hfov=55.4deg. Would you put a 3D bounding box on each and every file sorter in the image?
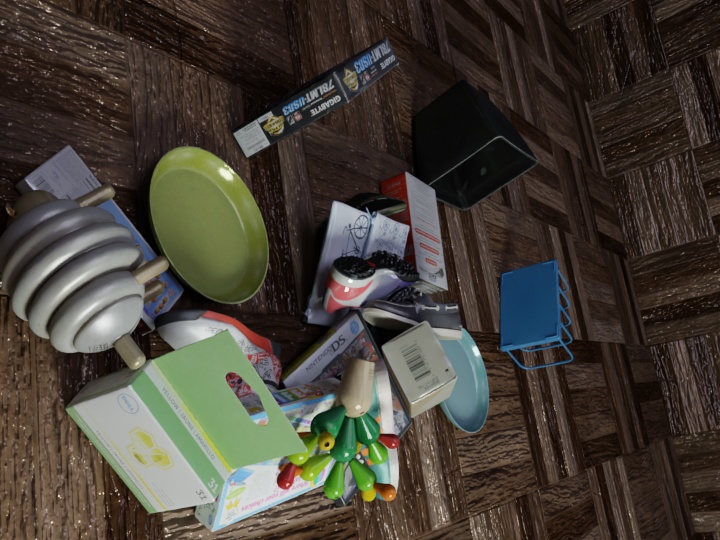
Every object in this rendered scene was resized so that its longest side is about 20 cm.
[{"bbox_3d":[0.406,0.106,1.566,0.123,0.136,0.204,43,43,-39],"label":"file sorter"}]

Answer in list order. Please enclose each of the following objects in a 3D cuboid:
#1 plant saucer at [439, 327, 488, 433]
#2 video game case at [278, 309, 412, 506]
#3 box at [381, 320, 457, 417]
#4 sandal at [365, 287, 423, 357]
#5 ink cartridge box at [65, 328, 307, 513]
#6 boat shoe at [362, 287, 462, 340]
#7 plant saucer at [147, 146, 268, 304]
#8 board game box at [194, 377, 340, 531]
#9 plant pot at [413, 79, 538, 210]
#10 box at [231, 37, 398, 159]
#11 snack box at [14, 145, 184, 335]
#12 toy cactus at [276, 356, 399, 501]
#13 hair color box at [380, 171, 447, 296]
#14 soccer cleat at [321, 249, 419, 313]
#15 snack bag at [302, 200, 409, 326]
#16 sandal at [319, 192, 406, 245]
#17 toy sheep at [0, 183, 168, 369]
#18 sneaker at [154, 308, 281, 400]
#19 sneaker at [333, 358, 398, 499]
[{"bbox_3d":[0.185,0.204,1.294,0.199,0.027,0.205,29,53,-47],"label":"plant saucer"},{"bbox_3d":[-0.018,0.189,0.969,0.180,0.025,0.203,-39,109,-42],"label":"video game case"},{"bbox_3d":[0.087,0.153,1.026,0.096,0.076,0.201,61,-5,19],"label":"box"},{"bbox_3d":[0.029,0.095,1.070,0.199,0.045,0.076,-42,115,-25],"label":"sandal"},{"bbox_3d":[-0.167,0.150,0.648,0.147,0.197,0.048,59,33,-18],"label":"ink cartridge box"},{"bbox_3d":[0.081,0.061,1.040,0.197,0.072,0.064,17,73,-38],"label":"boat shoe"},{"bbox_3d":[-0.191,-0.053,0.850,0.199,0.031,0.204,37,43,-44],"label":"plant saucer"},{"bbox_3d":[-0.096,0.209,0.807,0.198,0.034,0.138,-1,110,-55],"label":"board game box"},{"bbox_3d":[0.220,-0.269,1.436,0.197,0.198,0.181,13,51,-52],"label":"plant pot"},{"bbox_3d":[-0.063,-0.251,0.988,0.050,0.195,0.201,60,34,-18],"label":"box"},{"bbox_3d":[-0.272,-0.030,0.735,0.202,0.024,0.072,57,35,-22],"label":"snack box"},{"bbox_3d":[-0.012,0.189,0.811,0.198,0.101,0.169,18,83,-44],"label":"toy cactus"},{"bbox_3d":[0.098,-0.064,1.259,0.110,0.063,0.205,21,57,-51],"label":"hair color box"},{"bbox_3d":[0.016,0.018,1.028,0.068,0.074,0.198,41,26,27],"label":"soccer cleat"},{"bbox_3d":[0.000,0.000,1.058,0.198,0.021,0.194,18,85,-51],"label":"snack bag"},{"bbox_3d":[0.001,-0.076,1.125,0.200,0.079,0.059,-36,137,-41],"label":"sandal"},{"bbox_3d":[-0.259,0.005,0.638,0.201,0.139,0.137,48,32,13],"label":"toy sheep"},{"bbox_3d":[-0.156,0.120,0.784,0.201,0.066,0.111,36,46,-55],"label":"sneaker"},{"bbox_3d":[0.005,0.220,0.930,0.071,0.078,0.206,-126,-151,-74],"label":"sneaker"}]
